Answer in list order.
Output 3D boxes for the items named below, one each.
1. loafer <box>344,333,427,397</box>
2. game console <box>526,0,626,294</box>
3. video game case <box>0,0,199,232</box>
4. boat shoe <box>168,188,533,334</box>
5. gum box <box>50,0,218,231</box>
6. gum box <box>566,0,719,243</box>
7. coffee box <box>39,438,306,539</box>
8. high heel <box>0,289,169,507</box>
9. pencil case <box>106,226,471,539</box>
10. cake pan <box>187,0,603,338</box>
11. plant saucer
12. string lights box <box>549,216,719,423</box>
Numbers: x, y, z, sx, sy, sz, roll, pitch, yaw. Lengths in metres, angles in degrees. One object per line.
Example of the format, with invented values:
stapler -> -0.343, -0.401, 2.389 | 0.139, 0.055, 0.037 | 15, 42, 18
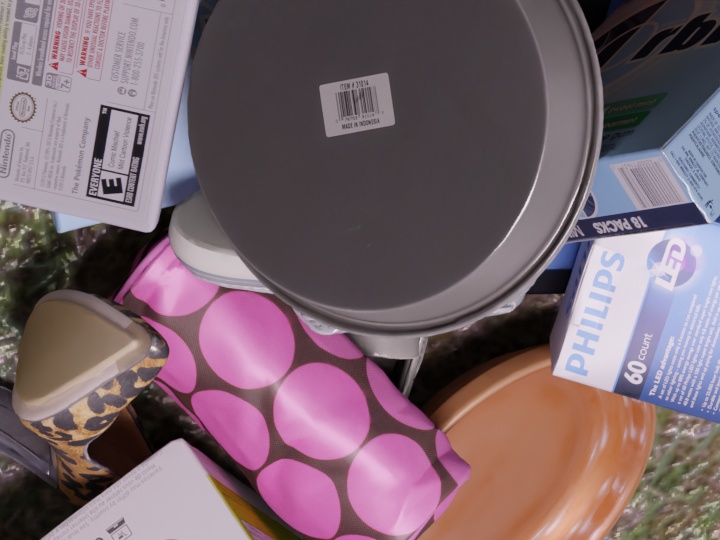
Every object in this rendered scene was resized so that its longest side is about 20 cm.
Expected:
loafer -> 0.011, 0.021, 1.437 | 0.069, 0.070, 0.201 | 0, 120, -24
game console -> 0.142, -0.072, 1.441 | 0.199, 0.031, 0.178 | -1, 117, -35
video game case -> -0.163, -0.120, 1.239 | 0.181, 0.022, 0.201 | 12, 126, -2
boat shoe -> 0.000, -0.001, 1.343 | 0.200, 0.070, 0.072 | -1, 128, -25
gum box -> -0.061, -0.120, 1.315 | 0.199, 0.045, 0.171 | -14, 125, -12
gum box -> 0.153, -0.091, 1.293 | 0.200, 0.170, 0.045 | -44, 109, -28
coffee box -> -0.087, 0.238, 1.406 | 0.199, 0.198, 0.200 | -37, 157, 2
high heel -> -0.109, 0.070, 1.358 | 0.142, 0.200, 0.072 | 28, 64, -29
pencil case -> -0.043, 0.065, 1.389 | 0.200, 0.091, 0.094 | 47, 140, -5
cake pan -> 0.007, -0.069, 1.228 | 0.201, 0.200, 0.037 | -56, 162, 16
plant saucer -> 0.073, 0.116, 1.522 | 0.199, 0.037, 0.201 | -25, 139, -24
string lights box -> 0.205, 0.026, 1.414 | 0.199, 0.059, 0.103 | 17, 108, -2
